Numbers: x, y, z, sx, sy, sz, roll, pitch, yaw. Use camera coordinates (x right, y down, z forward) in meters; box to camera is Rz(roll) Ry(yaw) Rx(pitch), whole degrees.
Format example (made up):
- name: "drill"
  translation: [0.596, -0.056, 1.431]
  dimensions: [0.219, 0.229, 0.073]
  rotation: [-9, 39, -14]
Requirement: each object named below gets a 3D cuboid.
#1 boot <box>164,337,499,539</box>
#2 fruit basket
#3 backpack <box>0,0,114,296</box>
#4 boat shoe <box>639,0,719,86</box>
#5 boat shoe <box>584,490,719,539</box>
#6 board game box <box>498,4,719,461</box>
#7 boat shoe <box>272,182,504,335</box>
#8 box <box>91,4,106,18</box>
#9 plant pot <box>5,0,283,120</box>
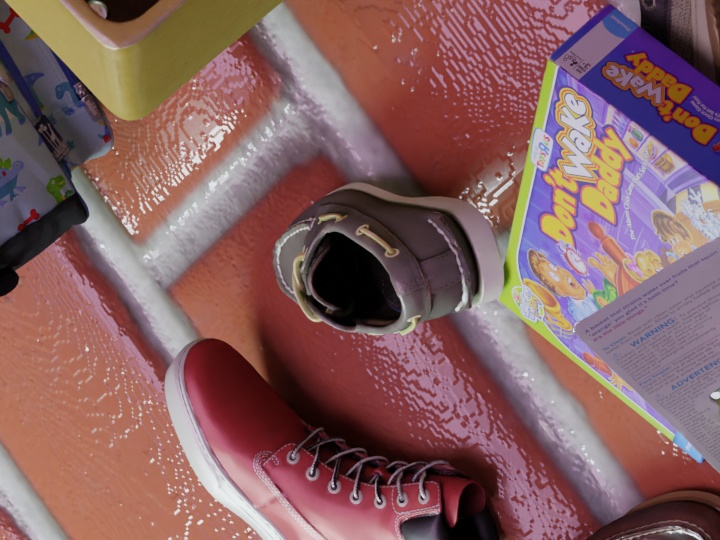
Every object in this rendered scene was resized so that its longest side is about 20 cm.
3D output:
- name: "boot"
  translation: [-0.009, 0.104, 1.632]
  dimensions: [0.144, 0.072, 0.200]
  rotation: [-31, 98, 45]
- name: "fruit basket"
  translation: [0.210, 0.018, 1.293]
  dimensions: [0.185, 0.094, 0.200]
  rotation: [-32, 134, 16]
- name: "backpack"
  translation: [-0.249, -0.100, 1.660]
  dimensions: [0.183, 0.147, 0.200]
  rotation: [6, 132, 53]
- name: "boat shoe"
  translation: [0.147, -0.150, 1.358]
  dimensions: [0.066, 0.072, 0.202]
  rotation: [9, 122, 32]
- name: "boat shoe"
  translation: [0.121, 0.179, 1.556]
  dimensions: [0.071, 0.070, 0.200]
  rotation: [56, 134, 5]
- name: "board game box"
  translation: [0.139, -0.013, 1.400]
  dimensions: [0.134, 0.045, 0.200]
  rotation: [39, 152, 19]
- name: "boat shoe"
  translation: [-0.001, -0.003, 1.538]
  dimensions: [0.202, 0.060, 0.072]
  rotation: [1, 110, 62]
- name: "box"
  translation: [-0.191, -0.203, 1.649]
  dimensions: [0.200, 0.039, 0.041]
  rotation: [47, 134, 12]
- name: "plant pot"
  translation: [-0.110, -0.190, 1.474]
  dimensions: [0.196, 0.194, 0.200]
  rotation: [45, 164, 13]
